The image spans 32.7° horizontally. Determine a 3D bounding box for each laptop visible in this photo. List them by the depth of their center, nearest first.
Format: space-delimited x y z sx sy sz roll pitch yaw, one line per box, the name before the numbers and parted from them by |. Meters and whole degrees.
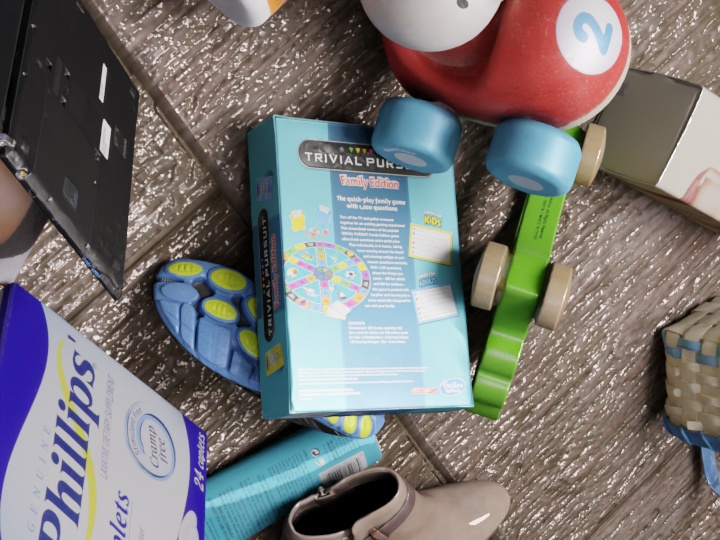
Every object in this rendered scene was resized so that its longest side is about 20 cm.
laptop | -0.218 -0.098 0.699 0.102 0.179 0.201 -15 139 13

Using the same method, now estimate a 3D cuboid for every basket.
basket | 0.364 0.134 1.106 0.137 0.176 0.203 -19 106 -26

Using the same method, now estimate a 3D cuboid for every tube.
tube | -0.079 0.171 0.944 0.198 0.050 0.078 -28 116 -13

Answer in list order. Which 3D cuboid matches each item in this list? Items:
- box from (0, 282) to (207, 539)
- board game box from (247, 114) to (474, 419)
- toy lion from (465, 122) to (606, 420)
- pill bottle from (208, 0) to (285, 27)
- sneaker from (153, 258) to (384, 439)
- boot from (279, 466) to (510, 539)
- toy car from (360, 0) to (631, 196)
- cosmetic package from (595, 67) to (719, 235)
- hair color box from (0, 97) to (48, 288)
box | -0.194 0.147 0.764 0.104 0.186 0.200 -28 131 21
board game box | 0.000 0.000 0.869 0.149 0.047 0.204 2 78 -31
toy lion | 0.124 0.006 0.946 0.193 0.068 0.202 95 13 -61
pill bottle | -0.035 -0.259 0.763 0.200 0.112 0.112 -46 124 -7
sneaker | -0.071 0.066 0.888 0.198 0.082 0.072 35 63 -21
boot | 0.030 0.196 0.971 0.198 0.071 0.147 -26 147 -10
toy car | 0.070 -0.174 0.776 0.200 0.175 0.187 33 73 -61
cosmetic package | 0.295 -0.086 1.028 0.198 0.103 0.088 23 96 -33
hair color box | -0.274 -0.081 0.723 0.199 0.061 0.103 29 92 -36
